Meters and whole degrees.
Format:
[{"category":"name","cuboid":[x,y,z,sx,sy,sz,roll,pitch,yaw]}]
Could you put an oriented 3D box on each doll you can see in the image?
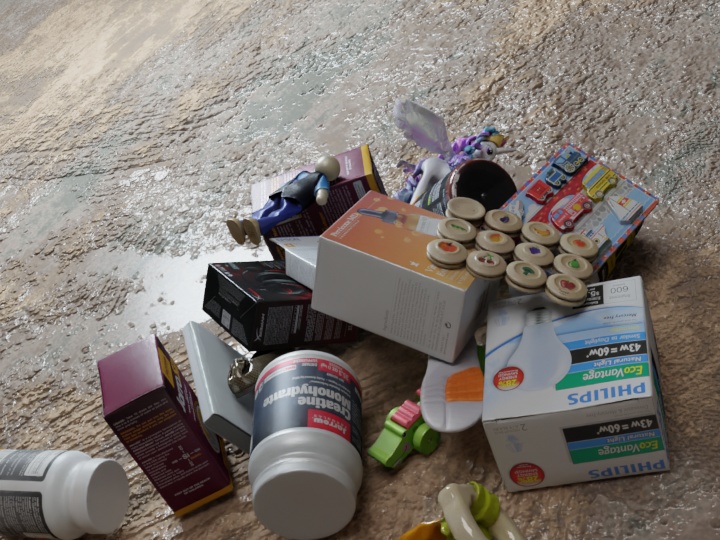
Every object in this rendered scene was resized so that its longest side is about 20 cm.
[{"category":"doll","cuboid":[-0.098,-0.106,1.766,0.136,0.049,0.200,2,34,49]}]

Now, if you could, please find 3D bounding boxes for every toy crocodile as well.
[{"category":"toy crocodile","cuboid":[0.089,0.169,1.509,0.199,0.062,0.067,-39,39,-18]}]

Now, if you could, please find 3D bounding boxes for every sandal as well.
[{"category":"sandal","cuboid":[0.112,0.139,1.461,0.078,0.060,0.208,7,34,2]}]

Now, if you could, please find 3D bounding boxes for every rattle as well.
[{"category":"rattle","cuboid":[0.126,0.337,1.284,0.142,0.130,0.201,-35,64,3]}]

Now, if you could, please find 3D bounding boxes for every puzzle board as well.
[{"category":"puzzle board","cuboid":[0.270,-0.073,1.548,0.150,0.017,0.200,35,61,23]}]

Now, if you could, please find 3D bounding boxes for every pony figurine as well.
[{"category":"pony figurine","cuboid":[0.119,-0.150,1.827,0.191,0.167,0.201,17,60,21]}]

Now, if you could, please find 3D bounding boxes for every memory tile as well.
[{"category":"memory tile","cuboid":[0.187,-0.026,1.462,0.198,0.017,0.154,17,35,11]}]

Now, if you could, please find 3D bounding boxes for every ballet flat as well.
[{"category":"ballet flat","cuboid":[-0.137,0.122,1.637,0.067,0.047,0.200,-31,3,18]}]

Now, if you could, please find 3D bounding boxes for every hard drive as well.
[{"category":"hard drive","cuboid":[-0.172,0.163,1.605,0.026,0.132,0.201,-42,35,12]}]

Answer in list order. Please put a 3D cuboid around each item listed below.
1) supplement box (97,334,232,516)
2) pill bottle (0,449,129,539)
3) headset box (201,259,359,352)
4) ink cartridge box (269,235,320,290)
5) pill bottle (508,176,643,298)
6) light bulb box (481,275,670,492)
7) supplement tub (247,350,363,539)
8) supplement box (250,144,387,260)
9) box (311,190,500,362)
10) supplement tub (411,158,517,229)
[{"category":"supplement box","cuboid":[-0.246,0.197,1.530,0.085,0.201,0.111,-26,36,1]},{"category":"pill bottle","cuboid":[-0.412,0.295,1.590,0.198,0.117,0.117,-2,42,25]},{"category":"headset box","cuboid":[-0.100,0.044,1.692,0.198,0.076,0.148,-3,23,-34]},{"category":"ink cartridge box","cuboid":[0.000,0.000,1.698,0.195,0.044,0.199,-3,20,-37]},{"category":"pill bottle","cuboid":[0.285,-0.029,1.598,0.113,0.115,0.200,13,51,39]},{"category":"light bulb box","cuboid":[0.251,0.132,1.413,0.196,0.126,0.201,-11,38,17]},{"category":"supplement tub","cuboid":[-0.066,0.211,1.479,0.139,0.141,0.201,-15,37,11]},{"category":"supplement box","cuboid":[-0.060,-0.101,1.878,0.198,0.111,0.086,-18,37,8]},{"category":"box","cuboid":[0.061,0.003,1.503,0.198,0.107,0.152,20,34,18]},{"category":"supplement tub","cuboid":[0.128,-0.073,1.649,0.107,0.107,0.200,-45,4,-26]}]
